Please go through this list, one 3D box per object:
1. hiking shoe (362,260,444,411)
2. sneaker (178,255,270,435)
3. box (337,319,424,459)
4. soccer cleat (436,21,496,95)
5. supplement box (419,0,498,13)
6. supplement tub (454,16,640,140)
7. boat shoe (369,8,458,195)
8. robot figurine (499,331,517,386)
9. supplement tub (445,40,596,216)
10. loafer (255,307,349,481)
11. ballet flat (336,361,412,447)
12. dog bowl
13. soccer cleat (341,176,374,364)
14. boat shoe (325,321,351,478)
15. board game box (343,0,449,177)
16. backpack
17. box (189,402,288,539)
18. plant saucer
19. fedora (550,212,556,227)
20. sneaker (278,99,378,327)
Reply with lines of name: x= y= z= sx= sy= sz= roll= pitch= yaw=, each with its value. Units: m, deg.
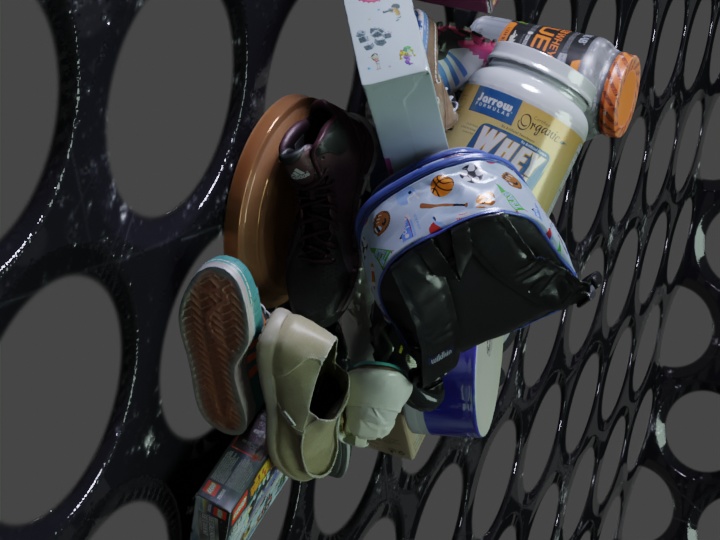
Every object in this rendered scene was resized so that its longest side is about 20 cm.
hiking shoe: x=0.063 y=0.034 z=1.435 sx=0.075 sy=0.100 sz=0.202 roll=-11 pitch=90 yaw=-56
sneaker: x=-0.109 y=0.052 z=1.309 sx=0.201 sy=0.071 sz=0.080 roll=94 pitch=22 yaw=-45
box: x=0.029 y=0.113 z=1.663 sx=0.095 sy=0.077 sz=0.201 roll=-62 pitch=155 yaw=-30
soccer cleat: x=0.083 y=-0.217 z=1.615 sx=0.199 sy=0.069 sz=0.087 roll=-22 pitch=134 yaw=-58
supplement box: x=0.118 y=-0.384 z=1.532 sx=0.132 sy=0.102 sz=0.201 roll=77 pitch=34 yaw=-50
supplement tub: x=0.220 y=-0.223 z=1.751 sx=0.122 sy=0.198 sz=0.124 roll=14 pitch=90 yaw=-68
boat shoe: x=0.056 y=-0.158 z=1.494 sx=0.072 sy=0.072 sz=0.202 roll=12 pitch=83 yaw=-32
robot figurine: x=0.120 y=0.059 z=1.785 sx=0.200 sy=0.149 sz=0.126 roll=-16 pitch=132 yaw=-65
supplement tub: x=0.156 y=-0.127 z=1.598 sx=0.202 sy=0.144 sz=0.145 roll=-65 pitch=157 yaw=-2
loafer: x=-0.044 y=0.120 z=1.318 sx=0.076 sy=0.068 sz=0.201 roll=-59 pitch=151 yaw=-36
ballet flat: x=0.008 y=0.131 z=1.393 sx=0.200 sy=0.069 sz=0.070 roll=123 pitch=-12 yaw=-76
dog bowl: x=0.101 y=0.075 z=1.584 sx=0.200 sy=0.078 sz=0.203 roll=3 pitch=90 yaw=-77
soccer cleat: x=0.000 y=0.000 z=1.522 sx=0.086 sy=0.069 sz=0.203 roll=12 pitch=83 yaw=-50
boat shoe: x=-0.033 y=0.128 z=1.528 sx=0.060 sy=0.075 sz=0.201 roll=-48 pitch=147 yaw=-38
board game box: x=0.027 y=-0.197 z=1.353 sx=0.148 sy=0.064 sz=0.202 roll=72 pitch=6 yaw=-53
backpack: x=0.087 y=-0.019 z=1.308 sx=0.199 sy=0.155 sz=0.191 roll=-29 pitch=150 yaw=5
box: x=-0.096 y=0.184 z=1.414 sx=0.201 sy=0.040 sz=0.138 roll=-56 pitch=166 yaw=-39
plant saucer: x=-0.065 y=-0.062 z=1.388 sx=0.200 sy=0.032 sz=0.202 roll=-47 pitch=144 yaw=-51
fedora: x=0.145 y=-0.083 z=1.774 sx=0.092 sy=0.201 sz=0.200 roll=-43 pitch=164 yaw=15
sneaker: x=-0.047 y=-0.057 z=1.317 sx=0.115 sy=0.075 sz=0.202 roll=31 pitch=64 yaw=-62
